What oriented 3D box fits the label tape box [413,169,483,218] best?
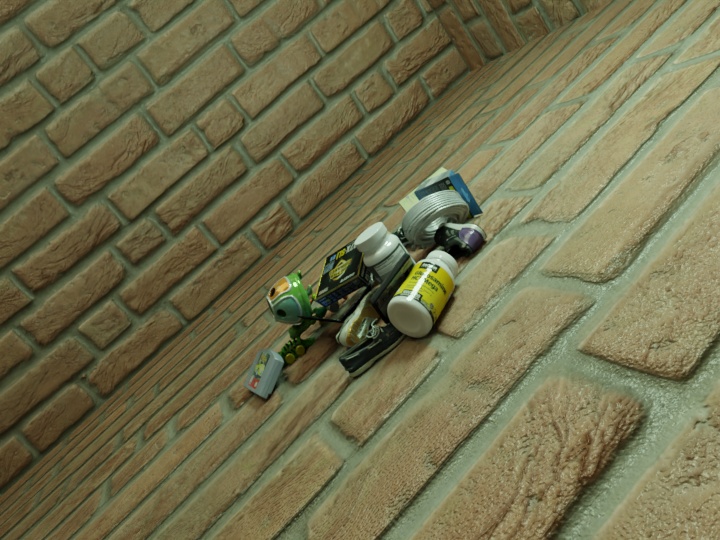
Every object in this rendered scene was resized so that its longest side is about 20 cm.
[{"bbox_3d":[0.276,-0.222,1.688,0.198,0.145,0.063,-16,24,53],"label":"label tape box"}]

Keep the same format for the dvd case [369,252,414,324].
[{"bbox_3d":[0.087,0.050,1.358,0.144,0.017,0.200,-52,-22,-8],"label":"dvd case"}]

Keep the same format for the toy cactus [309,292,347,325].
[{"bbox_3d":[-0.096,0.102,1.760,0.200,0.102,0.165,-45,19,-1],"label":"toy cactus"}]

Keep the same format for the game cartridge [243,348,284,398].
[{"bbox_3d":[-0.292,0.305,1.680,0.199,0.041,0.135,-5,56,63],"label":"game cartridge"}]

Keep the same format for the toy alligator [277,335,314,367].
[{"bbox_3d":[-0.228,0.256,1.709,0.199,0.055,0.059,-39,15,5],"label":"toy alligator"}]

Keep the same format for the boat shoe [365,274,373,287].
[{"bbox_3d":[0.005,0.001,1.679,0.202,0.073,0.088,-148,69,-86],"label":"boat shoe"}]

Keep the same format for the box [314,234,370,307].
[{"bbox_3d":[-0.042,-0.001,1.603,0.199,0.049,0.162,-29,35,42],"label":"box"}]

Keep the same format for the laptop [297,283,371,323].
[{"bbox_3d":[-0.066,0.093,1.587,0.201,0.103,0.177,-49,-6,-4],"label":"laptop"}]

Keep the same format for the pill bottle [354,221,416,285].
[{"bbox_3d":[0.078,-0.022,1.495,0.115,0.201,0.116,-35,16,11],"label":"pill bottle"}]

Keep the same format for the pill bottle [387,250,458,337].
[{"bbox_3d":[0.152,0.048,1.300,0.112,0.113,0.201,-20,25,48],"label":"pill bottle"}]

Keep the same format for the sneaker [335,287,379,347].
[{"bbox_3d":[0.000,0.122,1.515,0.087,0.076,0.201,-17,27,52],"label":"sneaker"}]

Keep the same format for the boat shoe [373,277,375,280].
[{"bbox_3d":[0.067,-0.039,1.802,0.091,0.071,0.201,-46,6,21],"label":"boat shoe"}]

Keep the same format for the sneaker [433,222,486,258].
[{"bbox_3d":[0.245,-0.075,1.502,0.088,0.076,0.199,-50,18,-17],"label":"sneaker"}]

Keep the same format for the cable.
[{"bbox_3d":[0.214,-0.149,1.599,0.197,0.070,0.200,-25,-24,2],"label":"cable"}]

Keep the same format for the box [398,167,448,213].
[{"bbox_3d":[0.244,-0.240,1.891,0.199,0.097,0.176,-39,16,7],"label":"box"}]

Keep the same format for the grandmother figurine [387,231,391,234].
[{"bbox_3d":[0.044,-0.045,1.903,0.201,0.060,0.122,-50,-14,-21],"label":"grandmother figurine"}]

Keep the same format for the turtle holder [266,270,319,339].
[{"bbox_3d":[-0.212,0.104,1.705,0.130,0.187,0.142,-24,56,-16],"label":"turtle holder"}]

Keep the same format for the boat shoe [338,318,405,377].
[{"bbox_3d":[0.035,0.168,1.337,0.199,0.062,0.075,-39,14,1],"label":"boat shoe"}]

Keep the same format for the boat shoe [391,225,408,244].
[{"bbox_3d":[0.158,-0.125,1.801,0.198,0.060,0.076,-2,48,55],"label":"boat shoe"}]
